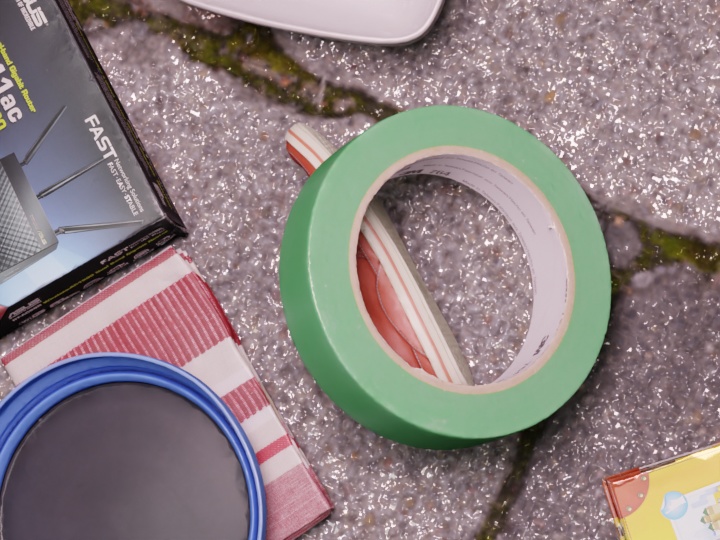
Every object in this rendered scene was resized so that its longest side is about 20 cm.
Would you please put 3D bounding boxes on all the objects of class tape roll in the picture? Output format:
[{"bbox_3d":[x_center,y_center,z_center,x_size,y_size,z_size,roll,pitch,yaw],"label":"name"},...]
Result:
[{"bbox_3d":[0.052,0.004,1.386,0.199,0.048,0.202,6,74,-23],"label":"tape roll"}]

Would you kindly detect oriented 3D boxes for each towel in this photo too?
[{"bbox_3d":[-0.123,0.104,1.470,0.144,0.023,0.201,-32,77,7],"label":"towel"}]

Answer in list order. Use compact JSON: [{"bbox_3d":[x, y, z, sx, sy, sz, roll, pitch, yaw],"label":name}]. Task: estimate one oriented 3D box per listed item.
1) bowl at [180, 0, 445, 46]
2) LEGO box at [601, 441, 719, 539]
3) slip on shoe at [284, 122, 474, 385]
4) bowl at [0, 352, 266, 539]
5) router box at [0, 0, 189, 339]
[{"bbox_3d":[-0.021,-0.242,1.468,0.199,0.075,0.201,13,86,11],"label":"bowl"},{"bbox_3d":[0.243,0.195,1.365,0.148,0.077,0.201,-18,80,7],"label":"LEGO box"},{"bbox_3d":[0.000,0.000,1.438,0.061,0.074,0.201,-28,84,8],"label":"slip on shoe"},{"bbox_3d":[-0.151,0.152,1.439,0.199,0.039,0.202,-2,83,13],"label":"bowl"},{"bbox_3d":[-0.222,-0.076,1.487,0.149,0.062,0.201,-30,79,4],"label":"router box"}]
